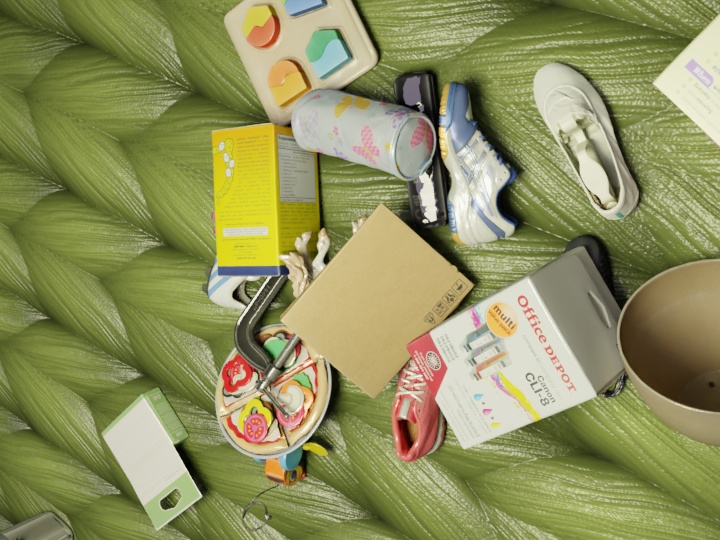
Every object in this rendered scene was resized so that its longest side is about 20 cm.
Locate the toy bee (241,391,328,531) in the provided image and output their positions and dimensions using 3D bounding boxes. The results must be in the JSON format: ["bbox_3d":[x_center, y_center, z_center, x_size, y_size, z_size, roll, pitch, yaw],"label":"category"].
[{"bbox_3d":[-0.120,0.279,1.147,0.131,0.109,0.201,32,89,29],"label":"toy bee"}]

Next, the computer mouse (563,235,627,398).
[{"bbox_3d":[0.280,0.058,0.902,0.058,0.034,0.201,-12,94,30],"label":"computer mouse"}]

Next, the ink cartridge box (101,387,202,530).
[{"bbox_3d":[-0.350,0.325,1.303,0.145,0.048,0.200,-40,80,29],"label":"ink cartridge box"}]

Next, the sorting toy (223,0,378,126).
[{"bbox_3d":[-0.091,-0.318,1.037,0.199,0.036,0.186,-28,86,31],"label":"sorting toy"}]

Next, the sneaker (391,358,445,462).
[{"bbox_3d":[0.080,0.163,1.006,0.073,0.087,0.201,7,103,27],"label":"sneaker"}]

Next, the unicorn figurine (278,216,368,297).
[{"bbox_3d":[0.000,0.000,1.012,0.199,0.074,0.138,-15,96,-2],"label":"unicorn figurine"}]

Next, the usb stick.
[{"bbox_3d":[0.080,-0.156,0.976,0.055,0.033,0.201,-5,97,23],"label":"usb stick"}]

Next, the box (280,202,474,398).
[{"bbox_3d":[0.021,0.040,0.969,0.163,0.021,0.200,41,95,-7],"label":"box"}]

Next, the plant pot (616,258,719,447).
[{"bbox_3d":[0.379,0.105,0.786,0.199,0.201,0.135,2,137,29],"label":"plant pot"}]

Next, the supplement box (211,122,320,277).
[{"bbox_3d":[-0.129,-0.094,1.050,0.109,0.109,0.201,0,93,29],"label":"supplement box"}]

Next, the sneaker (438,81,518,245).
[{"bbox_3d":[0.147,-0.133,0.928,0.088,0.075,0.201,-6,104,19],"label":"sneaker"}]

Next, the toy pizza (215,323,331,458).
[{"bbox_3d":[-0.135,0.173,1.109,0.199,0.032,0.201,-10,66,23],"label":"toy pizza"}]

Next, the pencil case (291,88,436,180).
[{"bbox_3d":[0.001,-0.174,0.963,0.199,0.083,0.091,22,141,41],"label":"pencil case"}]

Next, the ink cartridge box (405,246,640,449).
[{"bbox_3d":[0.189,0.089,0.876,0.200,0.144,0.146,-36,81,41],"label":"ink cartridge box"}]

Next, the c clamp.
[{"bbox_3d":[-0.107,0.085,1.092,0.171,0.027,0.201,32,93,36],"label":"c clamp"}]

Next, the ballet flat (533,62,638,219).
[{"bbox_3d":[0.254,-0.149,0.859,0.069,0.069,0.201,-29,85,30],"label":"ballet flat"}]

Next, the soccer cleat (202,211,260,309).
[{"bbox_3d":[-0.178,-0.034,1.131,0.086,0.070,0.201,20,115,16],"label":"soccer cleat"}]

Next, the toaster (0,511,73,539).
[{"bbox_3d":[-0.647,0.561,1.470,0.113,0.129,0.201,30,114,20],"label":"toaster"}]

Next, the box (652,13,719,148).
[{"bbox_3d":[0.427,-0.197,0.733,0.176,0.097,0.200,48,119,13],"label":"box"}]
